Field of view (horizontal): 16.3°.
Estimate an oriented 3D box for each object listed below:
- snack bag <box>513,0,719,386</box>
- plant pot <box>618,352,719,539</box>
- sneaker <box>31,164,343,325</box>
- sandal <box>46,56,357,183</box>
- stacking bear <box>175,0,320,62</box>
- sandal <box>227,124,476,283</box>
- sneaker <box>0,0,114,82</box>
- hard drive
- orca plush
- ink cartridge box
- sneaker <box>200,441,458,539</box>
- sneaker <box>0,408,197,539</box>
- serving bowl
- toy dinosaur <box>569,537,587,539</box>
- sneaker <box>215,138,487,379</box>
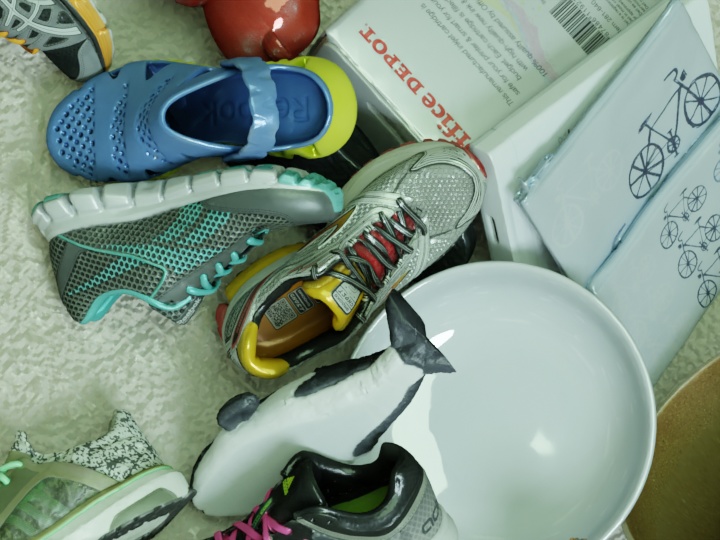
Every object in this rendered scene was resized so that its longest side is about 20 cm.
[{"bbox_3d":[0.195,-0.051,1.623,0.189,0.021,0.200,-51,132,-19],"label":"snack bag"},{"bbox_3d":[0.291,0.168,1.577,0.200,0.186,0.187,47,68,-28],"label":"plant pot"},{"bbox_3d":[-0.102,-0.014,1.552,0.198,0.078,0.092,-8,89,18],"label":"sneaker"},{"bbox_3d":[-0.107,-0.097,1.549,0.199,0.087,0.080,-9,90,20],"label":"sandal"},{"bbox_3d":[-0.097,-0.218,1.604,0.113,0.121,0.201,-36,88,-1],"label":"stacking bear"},{"bbox_3d":[-0.014,-0.062,1.616,0.200,0.075,0.048,36,34,-3],"label":"sandal"},{"bbox_3d":[-0.220,-0.175,1.541,0.077,0.200,0.078,-44,47,-5],"label":"sneaker"},{"bbox_3d":[0.157,-0.079,1.625,0.200,0.133,0.027,-37,43,-25],"label":"hard drive"},{"bbox_3d":[-0.029,0.074,1.532,0.105,0.200,0.071,24,37,-19],"label":"orca plush"},{"bbox_3d":[0.081,-0.151,1.646,0.200,0.084,0.145,-43,91,-20],"label":"ink cartridge box"},{"bbox_3d":[-0.043,0.154,1.500,0.198,0.074,0.088,-15,122,-3],"label":"sneaker"},{"bbox_3d":[-0.203,0.144,1.516,0.199,0.077,0.089,-21,69,-23],"label":"sneaker"},{"bbox_3d":[0.087,0.097,1.581,0.198,0.066,0.202,-1,82,8],"label":"serving bowl"},{"bbox_3d":[0.159,0.255,1.541,0.135,0.201,0.103,4,48,18],"label":"toy dinosaur"},{"bbox_3d":[0.000,0.000,1.550,0.200,0.082,0.078,-41,110,8],"label":"sneaker"}]
